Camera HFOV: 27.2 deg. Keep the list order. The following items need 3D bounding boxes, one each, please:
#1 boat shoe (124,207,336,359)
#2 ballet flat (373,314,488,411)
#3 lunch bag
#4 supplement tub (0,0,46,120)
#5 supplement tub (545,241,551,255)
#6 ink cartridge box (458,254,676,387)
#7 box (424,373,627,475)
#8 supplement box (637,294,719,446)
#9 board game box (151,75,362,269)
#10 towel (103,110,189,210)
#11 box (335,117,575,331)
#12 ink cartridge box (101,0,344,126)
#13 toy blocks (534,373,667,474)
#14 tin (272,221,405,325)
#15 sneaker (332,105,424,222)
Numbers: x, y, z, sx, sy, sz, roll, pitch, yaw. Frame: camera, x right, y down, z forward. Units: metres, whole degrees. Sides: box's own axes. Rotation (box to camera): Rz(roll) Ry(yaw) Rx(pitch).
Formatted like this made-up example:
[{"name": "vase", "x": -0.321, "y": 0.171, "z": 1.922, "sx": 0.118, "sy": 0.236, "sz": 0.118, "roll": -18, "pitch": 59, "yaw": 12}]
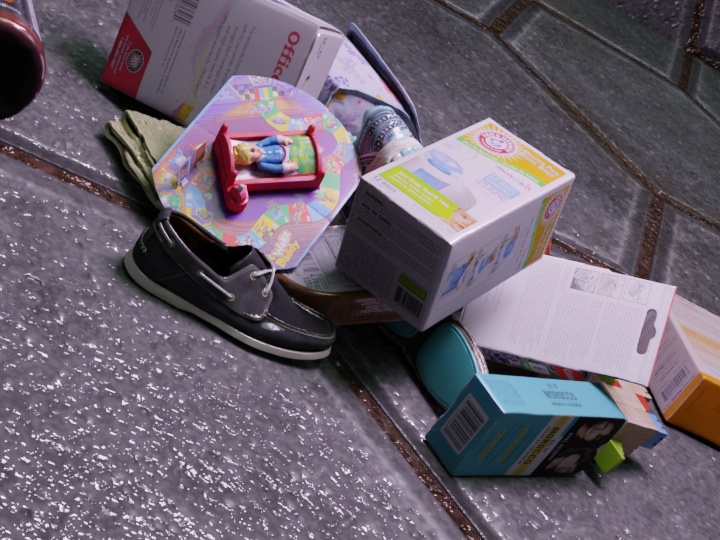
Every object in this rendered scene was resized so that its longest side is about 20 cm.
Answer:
[{"name": "boat shoe", "x": -0.099, "y": 0.015, "z": 1.266, "sx": 0.199, "sy": 0.068, "sz": 0.072, "roll": 29, "pitch": 23, "yaw": -21}, {"name": "ballet flat", "x": 0.070, "y": 0.066, "z": 1.415, "sx": 0.200, "sy": 0.068, "sz": 0.075, "roll": 47, "pitch": 14, "yaw": 31}, {"name": "lunch bag", "x": -0.025, "y": -0.204, "z": 1.716, "sx": 0.199, "sy": 0.127, "sz": 0.170, "roll": 19, "pitch": 30, "yaw": -49}, {"name": "supplement tub", "x": -0.344, "y": -0.225, "z": 1.328, "sx": 0.106, "sy": 0.107, "sz": 0.200, "roll": 20, "pitch": 27, "yaw": -33}, {"name": "supplement tub", "x": 0.113, "y": -0.037, "z": 1.589, "sx": 0.199, "sy": 0.123, "sz": 0.123, "roll": 2, "pitch": 40, "yaw": -52}, {"name": "ink cartridge box", "x": 0.202, "y": 0.049, "z": 1.459, "sx": 0.199, "sy": 0.110, "sz": 0.050, "roll": 13, "pitch": -17, "yaw": 23}, {"name": "box", "x": 0.154, "y": 0.143, "z": 1.355, "sx": 0.199, "sy": 0.082, "sz": 0.049, "roll": 8, "pitch": 36, "yaw": -47}, {"name": "supplement box", "x": 0.397, "y": 0.116, "z": 1.757, "sx": 0.125, "sy": 0.074, "sz": 0.200, "roll": 26, "pitch": 25, "yaw": -22}, {"name": "board game box", "x": -0.086, "y": -0.098, "z": 1.345, "sx": 0.158, "sy": 0.039, "sz": 0.200, "roll": 36, "pitch": 60, "yaw": 1}, {"name": "towel", "x": -0.143, "y": -0.084, "z": 1.432, "sx": 0.199, "sy": 0.037, "sz": 0.149, "roll": 13, "pitch": 31, "yaw": -41}, {"name": "box", "x": 0.088, "y": -0.047, "z": 1.360, "sx": 0.112, "sy": 0.102, "sz": 0.199, "roll": 37, "pitch": 41, "yaw": 25}, {"name": "ink cartridge box", "x": -0.138, "y": -0.214, "z": 1.486, "sx": 0.199, "sy": 0.148, "sz": 0.086, "roll": 28, "pitch": 12, "yaw": 12}, {"name": "toy blocks", "x": 0.246, "y": 0.121, "z": 1.532, "sx": 0.136, "sy": 0.100, "sz": 0.201, "roll": 21, "pitch": 32, "yaw": -53}, {"name": "tin", "x": 0.000, "y": 0.000, "z": 1.381, "sx": 0.199, "sy": 0.042, "sz": 0.112, "roll": -4, "pitch": 45, "yaw": -25}, {"name": "sneaker", "x": 0.012, "y": -0.092, "z": 1.464, "sx": 0.077, "sy": 0.200, "sz": 0.087, "roll": -15, "pitch": 70, "yaw": -26}]
